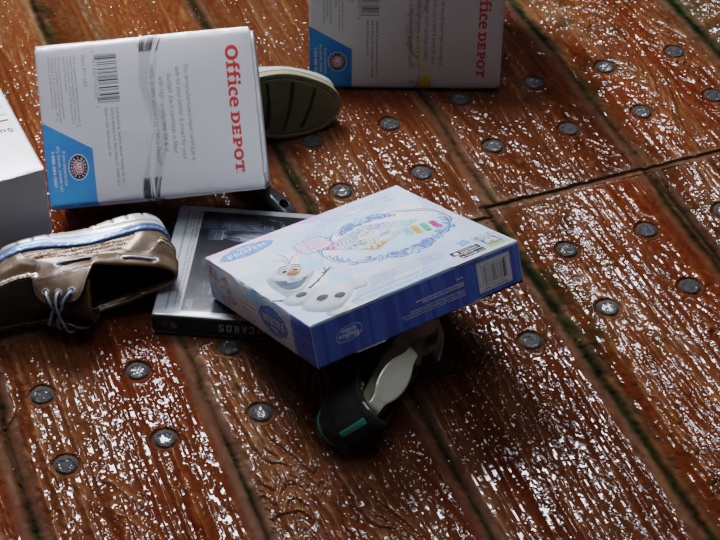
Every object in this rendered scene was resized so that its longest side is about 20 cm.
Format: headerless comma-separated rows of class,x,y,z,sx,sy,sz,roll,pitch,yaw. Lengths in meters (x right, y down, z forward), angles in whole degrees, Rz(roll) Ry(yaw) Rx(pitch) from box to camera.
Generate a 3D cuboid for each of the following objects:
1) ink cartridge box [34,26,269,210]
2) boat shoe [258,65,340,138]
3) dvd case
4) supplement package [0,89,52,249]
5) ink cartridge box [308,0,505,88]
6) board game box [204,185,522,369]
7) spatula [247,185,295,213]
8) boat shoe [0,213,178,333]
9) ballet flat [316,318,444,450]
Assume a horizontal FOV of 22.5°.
ink cartridge box,-0.187,-0.138,1.655,0.198,0.148,0.086,-5,3,-1
boat shoe,-0.118,-0.175,1.765,0.198,0.075,0.069,-1,34,-24
dvd case,-0.075,0.004,1.611,0.198,0.025,0.151,4,42,4
supplement package,-0.363,-0.086,1.632,0.119,0.122,0.200,-16,44,-20
ink cartridge box,0.047,-0.285,1.852,0.198,0.148,0.145,1,40,0
board game box,0.000,0.000,1.519,0.198,0.044,0.199,-21,26,-23
spatula,-0.137,-0.101,1.732,0.199,0.021,0.056,32,45,30
boat shoe,-0.250,0.011,1.552,0.198,0.073,0.073,-23,46,-14
ballet flat,0.032,0.070,1.501,0.068,0.068,0.201,44,47,-18
